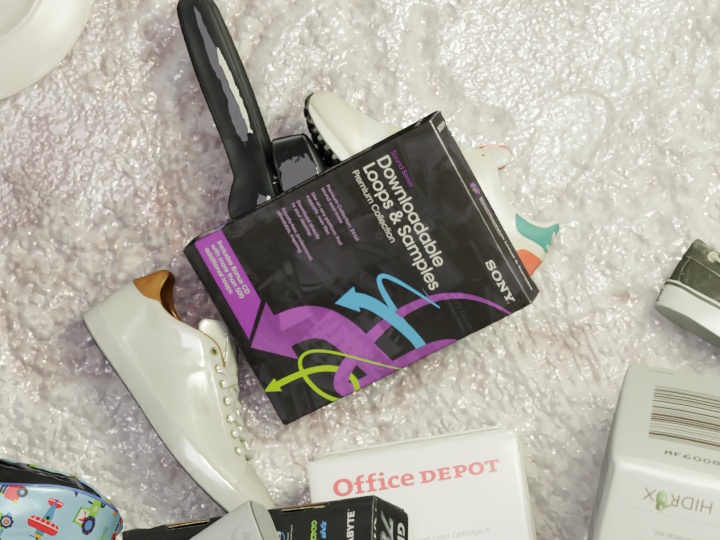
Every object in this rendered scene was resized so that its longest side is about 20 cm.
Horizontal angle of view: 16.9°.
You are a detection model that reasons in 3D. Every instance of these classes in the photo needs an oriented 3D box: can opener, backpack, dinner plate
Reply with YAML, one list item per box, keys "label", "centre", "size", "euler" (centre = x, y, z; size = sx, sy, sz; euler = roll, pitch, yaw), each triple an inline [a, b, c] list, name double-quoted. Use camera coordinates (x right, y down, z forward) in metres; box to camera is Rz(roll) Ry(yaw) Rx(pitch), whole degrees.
- label: "can opener"
  centre: [-0.080, -0.101, 1.691]
  size: [0.079, 0.063, 0.200]
  euler: [-24, 82, -1]
- label: "backpack"
  centre: [-0.260, 0.193, 1.597]
  size: [0.200, 0.183, 0.135]
  euler: [3, 72, 0]
- label: "dinner plate"
  centre: [-0.289, -0.217, 1.750]
  size: [0.200, 0.024, 0.201]
  euler: [-1, 81, 4]

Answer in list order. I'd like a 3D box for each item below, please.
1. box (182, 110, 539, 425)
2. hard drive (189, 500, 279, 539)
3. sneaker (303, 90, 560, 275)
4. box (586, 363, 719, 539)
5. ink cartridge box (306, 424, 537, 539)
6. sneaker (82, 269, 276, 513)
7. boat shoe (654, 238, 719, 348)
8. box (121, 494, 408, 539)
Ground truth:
- label: "box"
  centre: [0.000, 0.000, 1.631]
  size: [0.200, 0.036, 0.143]
  euler: [-28, 99, 17]
- label: "hard drive"
  centre: [-0.122, 0.254, 1.545]
  size: [0.200, 0.026, 0.132]
  euler: [-35, 56, 17]
- label: "sneaker"
  centre: [0.051, -0.066, 1.676]
  size: [0.200, 0.070, 0.093]
  euler: [45, 84, 5]
- label: "box"
  centre: [0.241, 0.182, 1.527]
  size: [0.200, 0.199, 0.172]
  euler: [13, 106, 6]
- label: "ink cartridge box"
  centre: [0.052, 0.214, 1.617]
  size: [0.145, 0.083, 0.200]
  euler: [-9, 80, 4]
- label: "sneaker"
  centre: [-0.104, 0.085, 1.656]
  size: [0.085, 0.073, 0.200]
  euler: [-36, 78, 0]
- label: "boat shoe"
  centre: [0.299, 0.046, 1.635]
  size: [0.200, 0.071, 0.064]
  euler: [30, 85, 10]
- label: "box"
  centre: [-0.066, 0.254, 1.554]
  size: [0.198, 0.050, 0.200]
  euler: [-12, 64, 29]
